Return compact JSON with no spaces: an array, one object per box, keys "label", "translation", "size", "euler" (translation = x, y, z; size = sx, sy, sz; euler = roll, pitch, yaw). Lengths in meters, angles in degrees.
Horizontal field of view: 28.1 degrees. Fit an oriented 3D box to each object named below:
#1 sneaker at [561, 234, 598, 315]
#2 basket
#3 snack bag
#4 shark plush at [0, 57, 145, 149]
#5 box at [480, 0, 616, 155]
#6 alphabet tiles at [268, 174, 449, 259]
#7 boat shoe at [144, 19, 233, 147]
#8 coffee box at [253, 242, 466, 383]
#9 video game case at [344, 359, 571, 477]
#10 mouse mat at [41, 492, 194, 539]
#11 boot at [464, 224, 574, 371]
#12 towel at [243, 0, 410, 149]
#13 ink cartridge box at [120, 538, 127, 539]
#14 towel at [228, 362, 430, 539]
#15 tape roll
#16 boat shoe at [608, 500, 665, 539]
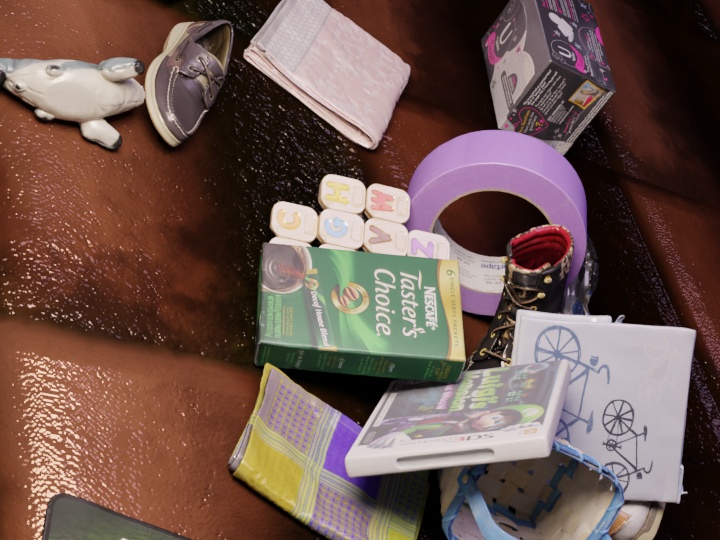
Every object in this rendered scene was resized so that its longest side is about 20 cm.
[{"label":"sneaker","translation":[0.219,0.054,1.634],"size":[0.077,0.084,0.202],"euler":[43,48,-44]},{"label":"basket","translation":[0.164,0.224,1.314],"size":[0.175,0.140,0.200],"euler":[27,9,-21]},{"label":"snack bag","translation":[0.240,0.138,1.440],"size":[0.197,0.192,0.021],"euler":[3,6,-12]},{"label":"shark plush","translation":[-0.301,-0.175,1.390],"size":[0.197,0.092,0.083],"euler":[-3,30,-25]},{"label":"box","translation":[0.249,-0.279,1.954],"size":[0.114,0.132,0.202],"euler":[21,40,-22]},{"label":"alphabet tiles","translation":[0.000,0.000,1.444],"size":[0.193,0.015,0.203],"euler":[12,63,-15]},{"label":"boat shoe","translation":[-0.174,-0.206,1.502],"size":[0.072,0.064,0.201],"euler":[57,24,-30]},{"label":"coffee box","translation":[0.000,0.039,1.371],"size":[0.197,0.044,0.124],"euler":[7,52,-8]},{"label":"video game case","translation":[0.094,0.132,1.311],"size":[0.200,0.179,0.024],"euler":[-49,129,-69]},{"label":"mouse mat","translation":[-0.156,0.262,1.091],"size":[0.198,0.008,0.162],"euler":[26,38,-25]},{"label":"boot","translation":[0.156,0.054,1.469],"size":[0.073,0.152,0.199],"euler":[27,41,28]},{"label":"towel","translation":[-0.033,-0.252,1.735],"size":[0.190,0.032,0.201],"euler":[37,36,-10]},{"label":"ink cartridge box","translation":[-0.116,0.306,0.959],"size":[0.198,0.145,0.148],"euler":[28,41,-20]},{"label":"towel","translation":[-0.023,0.180,1.295],"size":[0.199,0.023,0.144],"euler":[36,35,-10]},{"label":"tape roll","translation":[0.144,-0.049,1.546],"size":[0.199,0.200,0.066],"euler":[31,36,-16]},{"label":"boat shoe","translation":[0.290,0.209,1.529],"size":[0.068,0.075,0.201],"euler":[42,35,-10]}]
